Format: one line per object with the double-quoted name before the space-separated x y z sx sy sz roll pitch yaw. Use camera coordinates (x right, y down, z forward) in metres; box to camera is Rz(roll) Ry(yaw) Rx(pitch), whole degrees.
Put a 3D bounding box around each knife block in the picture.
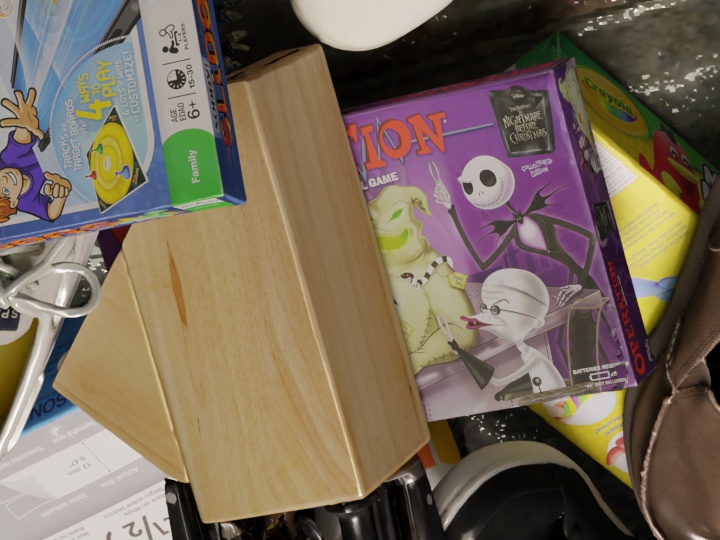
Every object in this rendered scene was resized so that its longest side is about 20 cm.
"knife block" -0.012 0.045 0.986 0.175 0.064 0.200 34 117 11

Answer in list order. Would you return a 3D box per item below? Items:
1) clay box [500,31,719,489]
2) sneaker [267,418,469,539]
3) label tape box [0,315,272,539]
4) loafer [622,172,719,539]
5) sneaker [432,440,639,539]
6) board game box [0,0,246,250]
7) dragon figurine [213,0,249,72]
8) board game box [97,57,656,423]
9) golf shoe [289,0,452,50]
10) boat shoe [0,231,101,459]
"clay box" 0.102 0.008 1.069 0.115 0.048 0.200 -35 123 28
"sneaker" 0.006 0.113 1.134 0.090 0.070 0.201 -19 123 -5
"label tape box" -0.104 0.119 1.156 0.143 0.066 0.200 -25 124 21
"loafer" 0.140 0.047 1.023 0.073 0.071 0.200 2 133 -2
"sneaker" 0.106 0.137 1.076 0.073 0.112 0.200 -53 144 -2
"board game box" -0.120 -0.108 0.898 0.135 0.034 0.201 -11 85 10
"dragon figurine" -0.105 -0.103 0.970 0.199 0.059 0.100 -22 127 18
"board game box" 0.000 0.000 1.017 0.199 0.032 0.120 -12 97 27
"golf shoe" 0.037 -0.133 0.919 0.078 0.097 0.200 25 128 -22
"boat shoe" -0.130 0.000 0.961 0.074 0.086 0.202 14 127 -12
